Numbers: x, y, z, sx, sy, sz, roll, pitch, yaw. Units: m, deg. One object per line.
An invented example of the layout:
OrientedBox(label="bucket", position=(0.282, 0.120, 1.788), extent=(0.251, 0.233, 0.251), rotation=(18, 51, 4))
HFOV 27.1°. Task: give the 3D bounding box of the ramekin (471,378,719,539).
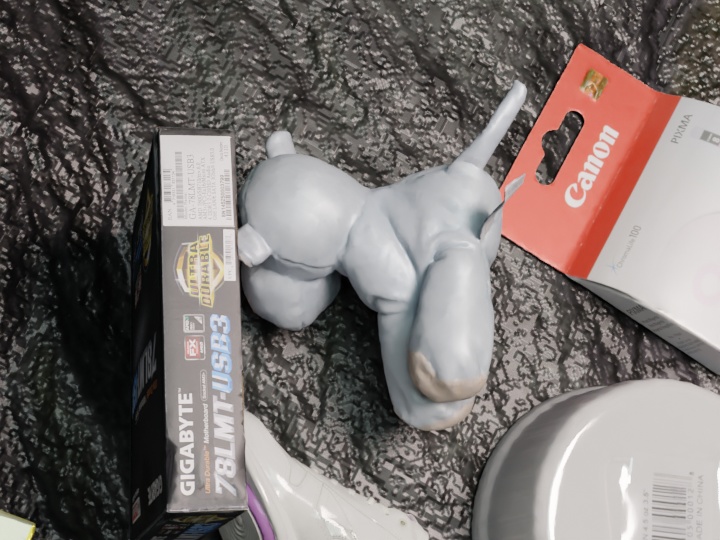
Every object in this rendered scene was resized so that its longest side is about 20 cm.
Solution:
OrientedBox(label="ramekin", position=(0.177, 0.164, 0.932), extent=(0.198, 0.098, 0.203), rotation=(3, 75, -13))

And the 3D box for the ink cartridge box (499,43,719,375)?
OrientedBox(label="ink cartridge box", position=(0.208, -0.048, 1.023), extent=(0.199, 0.057, 0.164), rotation=(33, 71, -8))

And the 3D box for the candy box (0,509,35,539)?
OrientedBox(label="candy box", position=(-0.268, 0.222, 0.848), extent=(0.101, 0.026, 0.202), rotation=(21, 71, -3))

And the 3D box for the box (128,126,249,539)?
OrientedBox(label="box", position=(-0.102, 0.046, 0.843), extent=(0.049, 0.200, 0.201), rotation=(2, 76, -13))

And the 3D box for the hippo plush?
OrientedBox(label="hippo plush", position=(0.000, 0.000, 0.895), extent=(0.158, 0.201, 0.161), rotation=(9, 51, -3))

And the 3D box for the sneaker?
OrientedBox(label="sneaker", position=(-0.020, 0.162, 0.910), extent=(0.099, 0.075, 0.201), rotation=(-35, 89, -34))
